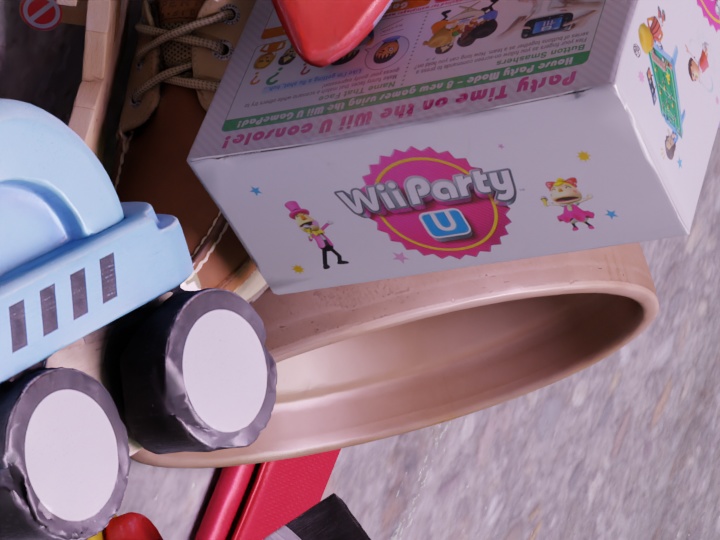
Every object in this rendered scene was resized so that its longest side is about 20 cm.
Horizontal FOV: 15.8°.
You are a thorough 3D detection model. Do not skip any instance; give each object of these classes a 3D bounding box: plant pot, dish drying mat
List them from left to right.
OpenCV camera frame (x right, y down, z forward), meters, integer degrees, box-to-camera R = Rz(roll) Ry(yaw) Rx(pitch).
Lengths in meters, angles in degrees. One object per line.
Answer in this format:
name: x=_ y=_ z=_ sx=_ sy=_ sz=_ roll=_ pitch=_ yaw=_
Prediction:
dish drying mat: x=-0.046 y=0.118 z=1.061 sx=0.077 sy=0.018 sz=0.200 roll=32 pitch=78 yaw=-63
plant pot: x=0.000 y=0.000 z=0.945 sx=0.201 sy=0.201 sz=0.093 roll=12 pitch=58 yaw=-63

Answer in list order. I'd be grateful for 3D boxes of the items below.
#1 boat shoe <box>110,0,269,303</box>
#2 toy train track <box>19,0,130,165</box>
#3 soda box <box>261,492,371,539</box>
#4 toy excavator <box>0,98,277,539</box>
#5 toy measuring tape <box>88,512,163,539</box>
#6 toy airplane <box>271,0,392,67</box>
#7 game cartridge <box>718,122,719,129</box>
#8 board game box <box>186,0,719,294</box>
boat shoe: x=-0.050 y=-0.068 z=0.877 sx=0.074 sy=0.076 sz=0.200 roll=60 pitch=36 yaw=-41
toy train track: x=-0.102 y=-0.022 z=0.853 sx=0.115 sy=0.032 sz=0.200 roll=-83 pitch=-179 yaw=-57
soda box: x=-0.071 y=0.161 z=0.859 sx=0.200 sy=0.063 sz=0.071 roll=-33 pitch=156 yaw=-14
toy excavator: x=-0.138 y=-0.015 z=0.704 sx=0.194 sy=0.100 sz=0.200 roll=-29 pitch=104 yaw=-48
toy measuring tape: x=-0.109 y=0.101 z=0.870 sx=0.074 sy=0.073 sz=0.200 roll=-65 pitch=158 yaw=-12
toy airplane: x=-0.005 y=-0.188 z=0.775 sx=0.200 sy=0.141 sz=0.199 roll=-93 pitch=-179 yaw=-47
game cartridge: x=0.078 y=-0.102 z=0.903 sx=0.038 sy=0.130 sz=0.200 roll=55 pitch=18 yaw=-35
board game box: x=0.047 y=-0.092 z=0.832 sx=0.064 sy=0.147 sz=0.200 roll=59 pitch=37 yaw=-35
